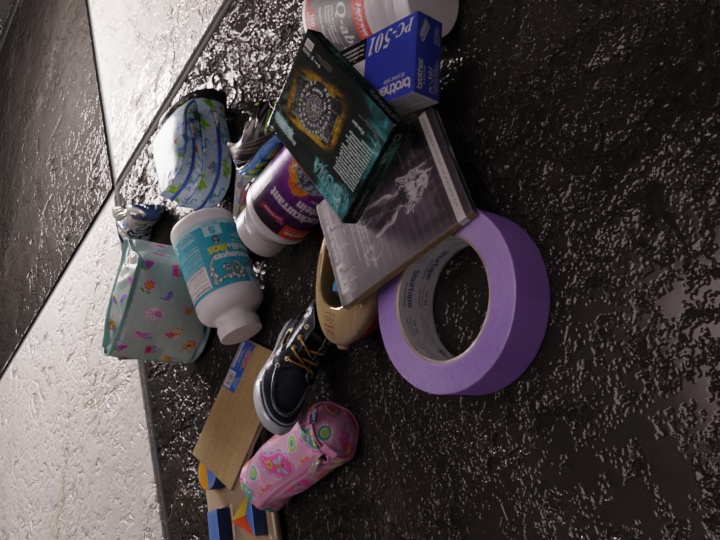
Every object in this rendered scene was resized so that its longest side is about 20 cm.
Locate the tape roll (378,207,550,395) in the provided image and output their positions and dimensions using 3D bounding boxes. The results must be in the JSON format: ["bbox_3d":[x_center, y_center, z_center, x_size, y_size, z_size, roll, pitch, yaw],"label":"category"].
[{"bbox_3d":[0.108,0.033,0.760,0.198,0.065,0.206,-12,74,48],"label":"tape roll"}]

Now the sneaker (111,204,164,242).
[{"bbox_3d":[-0.461,-0.093,1.441,0.198,0.076,0.088,0,93,56],"label":"sneaker"}]

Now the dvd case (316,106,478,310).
[{"bbox_3d":[0.034,-0.069,0.793,0.199,0.016,0.151,-37,54,31],"label":"dvd case"}]

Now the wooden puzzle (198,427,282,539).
[{"bbox_3d":[-0.197,0.347,1.067,0.199,0.046,0.189,-34,59,40],"label":"wooden puzzle"}]

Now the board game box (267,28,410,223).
[{"bbox_3d":[-0.034,-0.173,0.823,0.201,0.028,0.137,53,127,31],"label":"board game box"}]

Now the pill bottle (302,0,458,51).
[{"bbox_3d":[0.023,-0.335,0.884,0.198,0.114,0.119,11,91,49],"label":"pill bottle"}]

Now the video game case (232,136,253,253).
[{"bbox_3d":[-0.167,-0.132,1.139,0.141,0.018,0.206,-5,80,49],"label":"video game case"}]

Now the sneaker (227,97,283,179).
[{"bbox_3d":[-0.122,-0.214,0.966,0.199,0.071,0.083,-40,84,29],"label":"sneaker"}]

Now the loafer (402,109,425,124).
[{"bbox_3d":[0.049,-0.167,0.868,0.069,0.068,0.206,-16,69,59],"label":"loafer"}]

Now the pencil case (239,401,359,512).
[{"bbox_3d":[-0.084,0.253,0.925,0.200,0.086,0.089,-42,54,36],"label":"pencil case"}]

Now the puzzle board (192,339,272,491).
[{"bbox_3d":[-0.184,0.214,1.061,0.149,0.017,0.204,13,77,54],"label":"puzzle board"}]

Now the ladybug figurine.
[{"bbox_3d":[0.000,0.000,0.880,0.135,0.071,0.205,14,93,55],"label":"ladybug figurine"}]

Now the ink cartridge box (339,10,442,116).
[{"bbox_3d":[0.014,-0.229,0.835,0.198,0.043,0.097,-7,77,51],"label":"ink cartridge box"}]

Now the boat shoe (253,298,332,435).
[{"bbox_3d":[-0.079,0.114,0.903,0.091,0.070,0.202,-45,20,31],"label":"boat shoe"}]

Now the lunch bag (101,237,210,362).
[{"bbox_3d":[-0.345,0.064,1.194,0.122,0.167,0.204,36,112,51],"label":"lunch bag"}]

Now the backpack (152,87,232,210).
[{"bbox_3d":[-0.297,-0.203,1.226,0.162,0.152,0.204,-29,75,34],"label":"backpack"}]

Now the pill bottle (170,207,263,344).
[{"bbox_3d":[-0.222,0.011,1.096,0.110,0.109,0.203,-39,68,37],"label":"pill bottle"}]

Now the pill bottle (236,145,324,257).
[{"bbox_3d":[-0.094,-0.109,0.981,0.200,0.110,0.113,-42,54,36],"label":"pill bottle"}]

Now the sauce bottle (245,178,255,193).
[{"bbox_3d":[-0.107,-0.190,1.039,0.201,0.064,0.065,-52,49,25],"label":"sauce bottle"}]
